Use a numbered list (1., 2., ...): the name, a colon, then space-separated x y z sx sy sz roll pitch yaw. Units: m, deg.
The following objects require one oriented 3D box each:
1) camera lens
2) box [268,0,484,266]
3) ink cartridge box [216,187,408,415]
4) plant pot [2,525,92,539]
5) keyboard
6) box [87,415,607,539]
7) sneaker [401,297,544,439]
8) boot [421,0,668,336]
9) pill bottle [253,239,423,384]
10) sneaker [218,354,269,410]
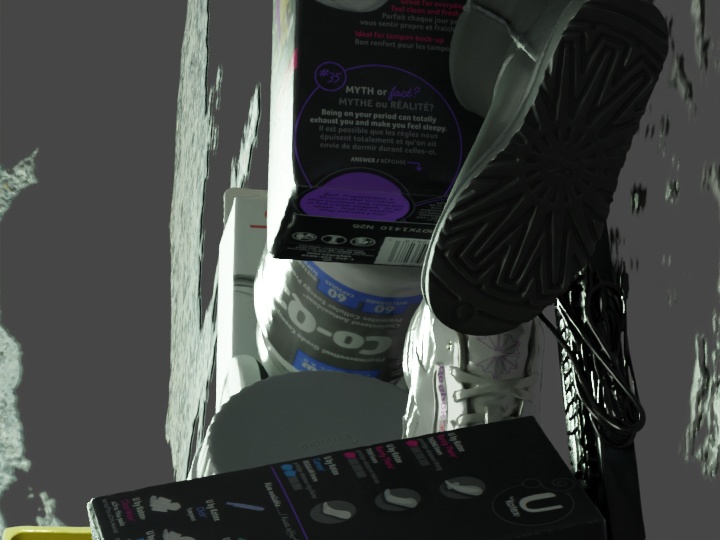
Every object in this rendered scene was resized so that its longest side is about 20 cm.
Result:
1. camera lens: -0.025 0.175 1.458 0.160 0.159 0.200 -98 15 -54
2. box: 0.019 -0.113 1.395 0.106 0.122 0.201 116 157 -69
3. ink cartridge box: -0.030 0.023 1.707 0.067 0.115 0.201 110 161 -60
4. plant pot: -0.306 0.423 3.051 0.200 0.195 0.195 95 174 -52
5. keyboard: 0.091 0.046 1.178 0.104 0.039 0.200 104 166 -50
6. box: -0.003 0.150 1.124 0.106 0.199 0.123 -124 25 -64
7. sneaker: 0.051 0.071 1.300 0.100 0.075 0.200 105 166 -54
8. boot: 0.065 -0.069 1.228 0.165 0.066 0.200 -59 18 8
9. pill bottle: 0.000 0.000 1.536 0.200 0.113 0.114 111 161 -63
10. sneaker: -0.024 0.135 1.617 0.071 0.099 0.201 -138 36 -68
